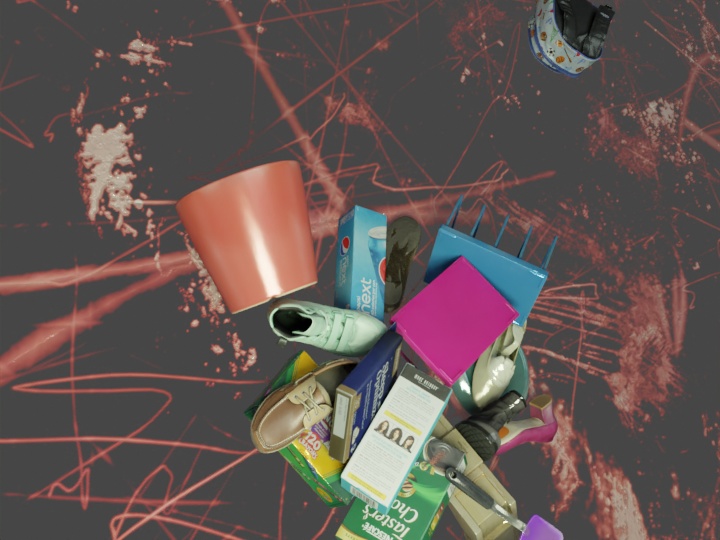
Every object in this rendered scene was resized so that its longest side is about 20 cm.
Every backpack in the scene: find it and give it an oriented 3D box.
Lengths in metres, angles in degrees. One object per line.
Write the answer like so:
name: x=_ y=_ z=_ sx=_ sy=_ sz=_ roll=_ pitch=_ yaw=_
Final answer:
backpack: x=0.478 y=-0.552 z=1.754 sx=0.196 sy=0.154 sz=0.194 roll=21 pitch=52 yaw=-17

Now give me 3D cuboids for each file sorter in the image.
file sorter: x=0.233 y=-0.024 z=1.344 sx=0.196 sy=0.141 sz=0.124 roll=24 pitch=49 yaw=10
file sorter: x=0.139 y=0.107 z=1.263 sx=0.139 sy=0.126 sz=0.199 roll=45 pitch=54 yaw=11

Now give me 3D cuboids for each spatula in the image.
spatula: x=0.202 y=0.347 z=1.081 sx=0.198 sy=0.021 sz=0.057 roll=35 pitch=75 yaw=4

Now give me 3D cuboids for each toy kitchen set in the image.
toy kitchen set: x=0.128 y=0.376 z=1.204 sx=0.161 sy=0.182 sz=0.200 roll=-33 pitch=50 yaw=-12

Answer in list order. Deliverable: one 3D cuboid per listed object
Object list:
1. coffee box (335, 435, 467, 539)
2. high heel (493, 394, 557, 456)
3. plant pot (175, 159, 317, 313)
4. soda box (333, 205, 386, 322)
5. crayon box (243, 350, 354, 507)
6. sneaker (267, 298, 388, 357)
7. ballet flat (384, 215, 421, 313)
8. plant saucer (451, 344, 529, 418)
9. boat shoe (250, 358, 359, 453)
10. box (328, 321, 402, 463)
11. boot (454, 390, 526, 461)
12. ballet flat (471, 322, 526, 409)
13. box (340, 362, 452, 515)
coffee box: x=0.063 y=0.335 z=1.107 sx=0.121 sy=0.044 sz=0.202 roll=22 pitch=63 yaw=26
high heel: x=0.275 y=0.306 z=1.341 sx=0.197 sy=0.067 sz=0.098 roll=-28 pitch=118 yaw=-32
plant pot: x=-0.155 y=-0.044 z=1.119 sx=0.197 sy=0.199 sz=0.182 roll=-20 pitch=91 yaw=-37
soda box: x=0.000 y=0.000 z=1.269 sx=0.066 sy=0.064 sz=0.205 roll=15 pitch=64 yaw=-27
crayon box: x=-0.065 y=0.238 z=1.132 sx=0.201 sy=0.058 sz=0.119 roll=48 pitch=53 yaw=-7
sneaker: x=-0.048 y=0.093 z=1.131 sx=0.195 sy=0.118 sz=0.076 roll=13 pitch=92 yaw=-4
ballet flat: x=0.065 y=-0.010 z=1.332 sx=0.065 sy=0.047 sz=0.204 roll=10 pitch=55 yaw=5
plant saucer: x=0.240 y=0.177 z=1.379 sx=0.196 sy=0.027 sz=0.206 roll=13 pitch=65 yaw=-28
boat shoe: x=-0.074 y=0.182 z=1.066 sx=0.199 sy=0.071 sz=0.077 roll=-37 pitch=92 yaw=-38
box: x=0.017 y=0.173 z=1.109 sx=0.032 sy=0.124 sz=0.200 roll=18 pitch=33 yaw=19
boot: x=0.216 y=0.239 z=1.215 sx=0.130 sy=0.200 sz=0.071 roll=-35 pitch=85 yaw=-12
ballet flat: x=0.252 y=0.152 z=1.339 sx=0.069 sy=0.069 sz=0.203 roll=36 pitch=56 yaw=-15
box: x=0.054 y=0.244 z=1.105 sx=0.081 sy=0.050 sz=0.202 roll=28 pitch=62 yaw=14
